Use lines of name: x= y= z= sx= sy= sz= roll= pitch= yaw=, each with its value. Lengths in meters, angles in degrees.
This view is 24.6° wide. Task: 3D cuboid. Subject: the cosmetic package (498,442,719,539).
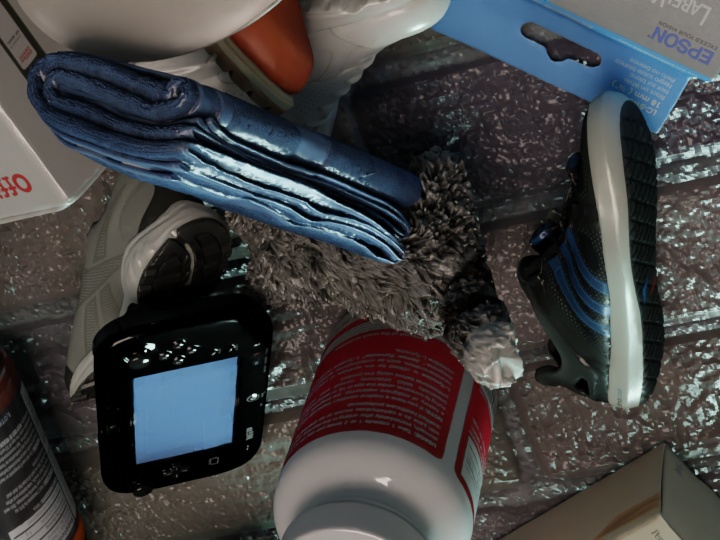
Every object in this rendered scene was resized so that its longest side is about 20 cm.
cosmetic package: x=0.144 y=0.206 z=1.039 sx=0.105 sy=0.071 sz=0.199 roll=43 pitch=122 yaw=-15

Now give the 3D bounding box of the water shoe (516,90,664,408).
water shoe: x=0.120 y=-0.005 z=0.906 sx=0.078 sy=0.072 sz=0.202 roll=5 pitch=127 yaw=21

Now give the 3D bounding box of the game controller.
game controller: x=-0.106 y=0.077 z=0.985 sx=0.103 sy=0.043 sz=0.201 roll=-4 pitch=148 yaw=-9

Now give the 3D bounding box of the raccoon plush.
raccoon plush: x=0.000 y=0.000 z=0.873 sx=0.132 sy=0.200 sz=0.098 roll=-11 pitch=108 yaw=-3

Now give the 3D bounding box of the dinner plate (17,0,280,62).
dinner plate: x=-0.089 y=-0.193 z=0.764 sx=0.198 sy=0.203 sz=0.024 roll=-10 pitch=159 yaw=19

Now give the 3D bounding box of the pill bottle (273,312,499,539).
pill bottle: x=0.014 y=0.112 z=0.931 sx=0.111 sy=0.201 sz=0.113 roll=6 pitch=123 yaw=9

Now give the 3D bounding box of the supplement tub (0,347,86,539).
supplement tub: x=-0.244 y=0.153 z=1.076 sx=0.106 sy=0.107 sz=0.202 roll=-6 pitch=121 yaw=17

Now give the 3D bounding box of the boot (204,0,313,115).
boot: x=-0.048 y=-0.177 z=0.790 sx=0.106 sy=0.075 sz=0.202 roll=-24 pitch=72 yaw=17

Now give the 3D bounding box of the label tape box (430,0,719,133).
label tape box: x=0.129 y=-0.161 z=0.811 sx=0.143 sy=0.064 sz=0.201 roll=24 pitch=124 yaw=-2

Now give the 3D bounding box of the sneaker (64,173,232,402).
sneaker: x=-0.135 y=0.009 z=0.989 sx=0.080 sy=0.073 sz=0.201 roll=58 pitch=140 yaw=24

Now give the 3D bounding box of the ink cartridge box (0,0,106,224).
ink cartridge box: x=-0.225 y=-0.127 z=0.878 sx=0.145 sy=0.084 sz=0.201 roll=-6 pitch=125 yaw=46

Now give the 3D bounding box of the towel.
towel: x=-0.061 y=-0.052 z=0.787 sx=0.111 sy=0.199 sz=0.049 roll=18 pitch=91 yaw=34

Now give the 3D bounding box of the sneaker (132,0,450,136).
sneaker: x=-0.026 y=-0.115 z=0.876 sx=0.198 sy=0.078 sz=0.100 roll=-11 pitch=130 yaw=36

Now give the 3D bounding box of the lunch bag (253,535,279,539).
lunch bag: x=-0.086 y=0.283 z=1.098 sx=0.199 sy=0.118 sz=0.165 roll=-30 pitch=108 yaw=19
